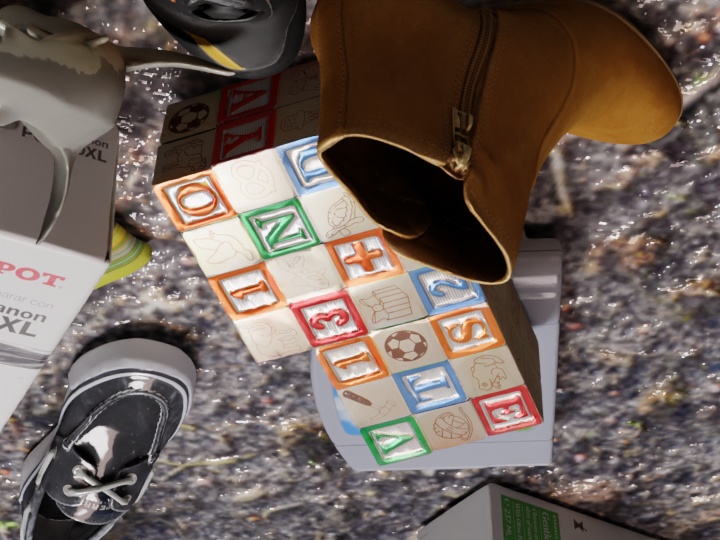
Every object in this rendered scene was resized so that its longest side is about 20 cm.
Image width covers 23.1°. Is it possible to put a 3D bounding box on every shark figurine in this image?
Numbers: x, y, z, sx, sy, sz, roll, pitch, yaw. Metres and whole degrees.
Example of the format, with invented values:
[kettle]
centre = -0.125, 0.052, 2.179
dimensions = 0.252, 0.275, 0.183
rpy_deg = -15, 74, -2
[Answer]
[shark figurine]
centre = -0.125, -0.053, 0.653
dimensions = 0.128, 0.090, 0.214
rpy_deg = 15, -172, 3

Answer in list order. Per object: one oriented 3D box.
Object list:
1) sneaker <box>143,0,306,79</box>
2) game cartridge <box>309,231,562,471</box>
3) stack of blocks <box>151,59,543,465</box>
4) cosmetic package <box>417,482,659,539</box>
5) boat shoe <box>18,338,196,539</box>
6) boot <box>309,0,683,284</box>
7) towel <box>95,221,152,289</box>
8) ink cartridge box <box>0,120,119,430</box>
[sneaker]
centre = -0.067, -0.123, 0.651
dimensions = 0.070, 0.090, 0.200
rpy_deg = -6, 144, 9
[game cartridge]
centre = 0.039, 0.050, 0.943
dimensions = 0.133, 0.041, 0.200
rpy_deg = 1, 145, 6
[stack of blocks]
centre = 0.000, 0.000, 0.813
dimensions = 0.115, 0.059, 0.200
rpy_deg = -16, 129, 16
[cosmetic package]
centre = 0.139, 0.222, 1.121
dimensions = 0.200, 0.108, 0.085
rpy_deg = 19, 140, -27
[boat shoe]
centre = -0.149, 0.110, 0.998
dimensions = 0.072, 0.068, 0.200
rpy_deg = 18, 141, -23
[boot]
centre = 0.058, -0.052, 0.704
dimensions = 0.201, 0.144, 0.071
rpy_deg = 26, 138, -32
[towel]
centre = -0.191, -0.043, 0.830
dimensions = 0.086, 0.018, 0.200
rpy_deg = -23, 138, 23
[ink cartridge box]
centre = -0.212, 0.000, 0.802
dimensions = 0.145, 0.084, 0.200
rpy_deg = 16, 139, -22
